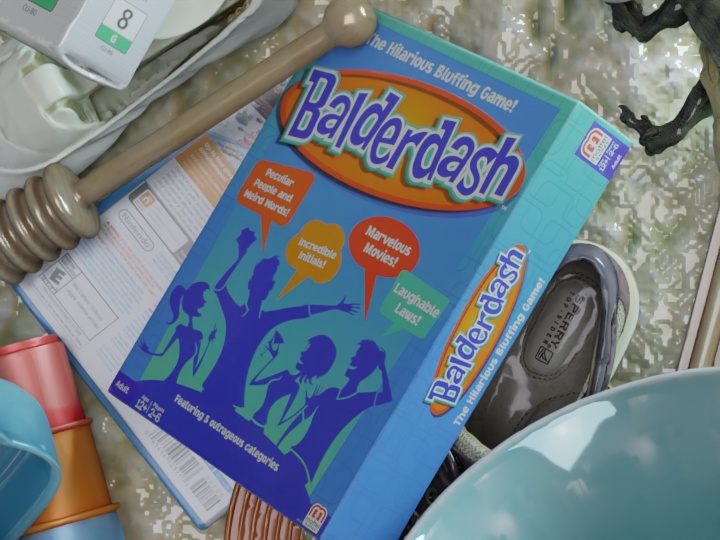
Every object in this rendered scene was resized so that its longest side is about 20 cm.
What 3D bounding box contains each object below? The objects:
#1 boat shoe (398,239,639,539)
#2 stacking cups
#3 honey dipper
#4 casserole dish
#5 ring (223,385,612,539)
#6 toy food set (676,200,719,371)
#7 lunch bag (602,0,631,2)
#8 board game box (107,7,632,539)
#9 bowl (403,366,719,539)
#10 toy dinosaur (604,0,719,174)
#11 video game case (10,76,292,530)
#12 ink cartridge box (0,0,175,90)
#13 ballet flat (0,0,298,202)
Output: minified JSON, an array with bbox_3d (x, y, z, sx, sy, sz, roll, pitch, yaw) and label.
[{"bbox_3d":[0.056,0.078,1.032,0.072,0.065,0.200,25,89,14],"label":"boat shoe"},{"bbox_3d":[-0.126,0.129,1.098,0.060,0.061,0.200,-17,85,2],"label":"stacking cups"},{"bbox_3d":[-0.078,-0.058,1.075,0.200,0.038,0.038,-31,86,16],"label":"honey dipper"},{"bbox_3d":[-0.198,0.085,1.051,0.121,0.200,0.039,14,57,-21],"label":"casserole dish"},{"bbox_3d":[0.037,0.122,1.074,0.200,0.019,0.200,-1,83,11],"label":"ring"},{"bbox_3d":[0.214,0.030,1.080,0.143,0.060,0.200,15,89,4],"label":"toy food set"},{"bbox_3d":[0.119,-0.232,1.065,0.176,0.082,0.200,-34,75,2],"label":"lunch bag"},{"bbox_3d":[0.000,0.000,1.043,0.152,0.045,0.200,29,88,44],"label":"board game box"},{"bbox_3d":[0.116,0.138,0.932,0.201,0.201,0.105,-28,117,2],"label":"bowl"},{"bbox_3d":[0.150,-0.094,1.080,0.088,0.047,0.200,-12,60,39],"label":"toy dinosaur"},{"bbox_3d":[-0.034,-0.002,1.118,0.200,0.018,0.143,-38,85,1],"label":"video game case"},{"bbox_3d":[-0.111,-0.193,1.074,0.161,0.050,0.200,30,92,43],"label":"ink cartridge box"},{"bbox_3d":[-0.115,-0.090,1.103,0.200,0.069,0.069,-33,86,1],"label":"ballet flat"}]
